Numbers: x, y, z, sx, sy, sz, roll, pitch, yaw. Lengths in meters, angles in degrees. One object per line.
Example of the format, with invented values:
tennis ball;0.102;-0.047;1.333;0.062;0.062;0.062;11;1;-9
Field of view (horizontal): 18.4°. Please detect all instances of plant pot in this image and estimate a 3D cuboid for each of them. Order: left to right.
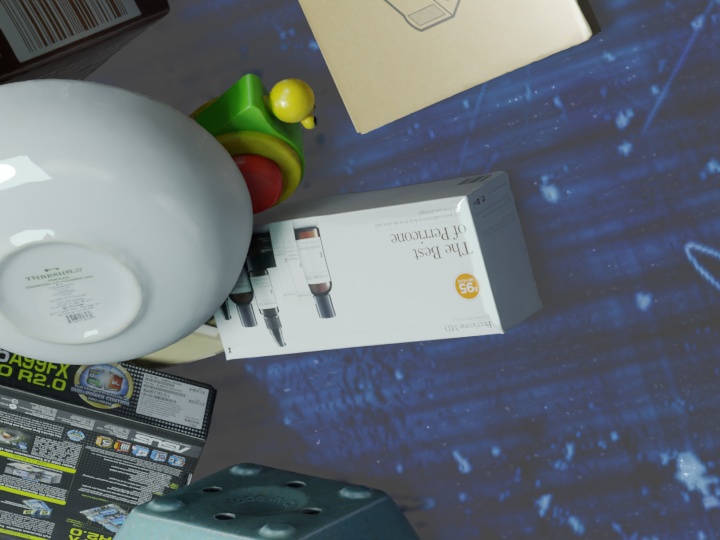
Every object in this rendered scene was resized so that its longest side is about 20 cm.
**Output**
plant pot;-0.059;0.228;1.331;0.196;0.196;0.200;7;104;33

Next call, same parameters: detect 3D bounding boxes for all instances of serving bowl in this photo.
serving bowl;-0.160;-0.011;1.235;0.200;0.066;0.200;1;138;1

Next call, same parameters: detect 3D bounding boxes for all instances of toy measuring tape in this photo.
toy measuring tape;-0.092;-0.048;1.295;0.200;0.074;0.074;-36;87;32

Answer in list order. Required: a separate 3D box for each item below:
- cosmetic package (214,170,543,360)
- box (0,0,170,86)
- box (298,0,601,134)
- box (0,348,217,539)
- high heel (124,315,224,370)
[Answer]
cosmetic package;0.000;0.000;1.271;0.200;0.051;0.083;-8;106;37
box;-0.257;-0.156;1.307;0.200;0.166;0.164;-31;91;39
box;0.022;-0.190;1.190;0.163;0.021;0.200;-20;97;39
box;-0.204;0.108;1.382;0.200;0.044;0.160;15;139;-7
high heel;-0.165;-0.012;1.387;0.200;0.143;0.071;7;139;-4
